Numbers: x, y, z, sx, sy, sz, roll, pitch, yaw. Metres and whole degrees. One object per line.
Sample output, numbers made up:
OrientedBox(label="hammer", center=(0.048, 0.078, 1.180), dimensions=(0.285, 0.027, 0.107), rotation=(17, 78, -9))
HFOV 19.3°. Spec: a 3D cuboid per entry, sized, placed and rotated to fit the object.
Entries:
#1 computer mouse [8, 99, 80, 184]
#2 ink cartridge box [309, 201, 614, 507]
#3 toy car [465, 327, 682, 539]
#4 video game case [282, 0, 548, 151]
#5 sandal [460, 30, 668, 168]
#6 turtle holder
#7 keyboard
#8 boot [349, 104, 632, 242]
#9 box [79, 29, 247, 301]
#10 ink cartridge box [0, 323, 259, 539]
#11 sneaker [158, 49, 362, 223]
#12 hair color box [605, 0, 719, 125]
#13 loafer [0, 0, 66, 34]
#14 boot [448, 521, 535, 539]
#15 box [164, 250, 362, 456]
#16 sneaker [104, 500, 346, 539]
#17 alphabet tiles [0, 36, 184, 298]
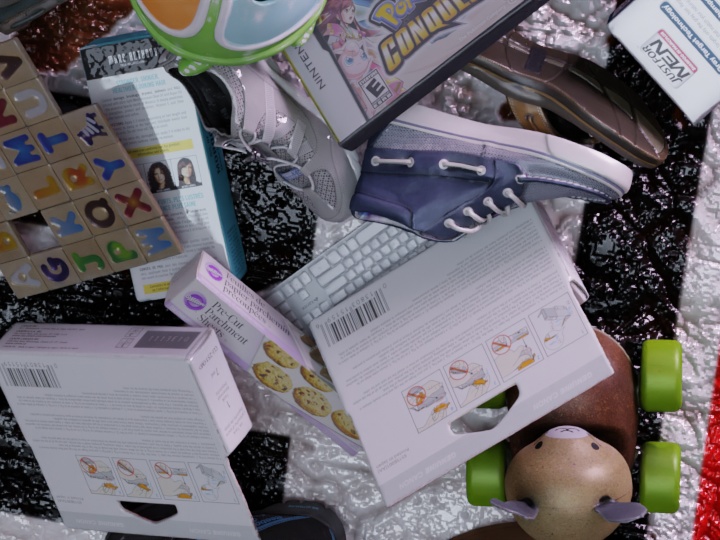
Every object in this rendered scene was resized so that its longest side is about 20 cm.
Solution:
OrientedBox(label="computer mouse", center=(-0.285, -0.076, 1.628), dimensions=(0.199, 0.034, 0.059), rotation=(-25, 102, 28))
OrientedBox(label="ink cartridge box", center=(0.078, 0.061, 1.564), dimensions=(0.199, 0.044, 0.174), rotation=(-32, 57, 12))
OrientedBox(label="toy car", center=(0.152, 0.137, 1.548), dimensions=(0.163, 0.200, 0.159), rotation=(1, 105, 9))
OrientedBox(label="video game case", center=(0.021, -0.217, 1.528), dimensions=(0.200, 0.025, 0.181), rotation=(-36, 71, 16))
OrientedBox(label="sandal", center=(0.132, -0.125, 1.548), dimensions=(0.199, 0.082, 0.055), rotation=(24, 124, 1))
OrientedBox(label="turtle holder", center=(-0.070, -0.222, 1.470), dimensions=(0.184, 0.132, 0.142), rotation=(-2, 74, -10))
OrientedBox(label="keyboard", center=(0.000, 0.000, 1.635), dimensions=(0.200, 0.011, 0.056), rotation=(-35, 97, 15))
OrientedBox(label="boot", center=(0.094, -0.057, 1.545), dimensions=(0.199, 0.073, 0.091), rotation=(14, 81, 19))
OrientedBox(label="box", center=(-0.149, -0.083, 1.616), dimensions=(0.082, 0.049, 0.201), rotation=(-8, 103, 11))
OrientedBox(label="ink cartridge box", center=(-0.173, 0.125, 1.637), dimensions=(0.199, 0.044, 0.174), rotation=(0, 125, 32))
OrientedBox(label="sneaker", center=(-0.078, -0.105, 1.565), dimensions=(0.200, 0.082, 0.075), rotation=(48, 143, -14))
OrientedBox(label="hair color box", center=(0.281, -0.209, 1.508), dimensions=(0.200, 0.061, 0.100), rotation=(-42, 95, 16))
OrientedBox(label="loafer", center=(-0.199, -0.237, 1.580), dimensions=(0.199, 0.072, 0.063), rotation=(-19, 122, 11))
OrientedBox(label="boot", center=(0.170, 0.270, 1.646), dimensions=(0.199, 0.070, 0.147), rotation=(1, 135, 42))
OrientedBox(label="box", center=(-0.062, 0.065, 1.616), dimensions=(0.200, 0.039, 0.041), rotation=(41, 118, -21))
OrientedBox(label="sneaker", center=(-0.115, 0.222, 1.674), dimensions=(0.199, 0.082, 0.074), rotation=(-7, 107, 12))
OrientedBox(label="alphabet tiles", center=(-0.245, -0.077, 1.590), dimensions=(0.166, 0.008, 0.201), rotation=(-14, 117, 32))
